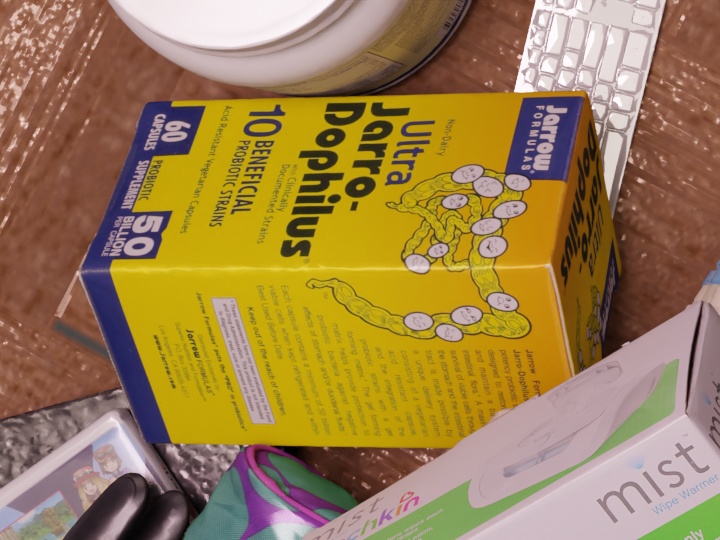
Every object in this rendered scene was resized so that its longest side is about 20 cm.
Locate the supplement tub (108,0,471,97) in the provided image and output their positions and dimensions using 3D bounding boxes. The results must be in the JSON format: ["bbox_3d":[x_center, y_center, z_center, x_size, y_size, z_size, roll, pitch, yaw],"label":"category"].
[{"bbox_3d":[-0.032,-0.147,1.069,0.145,0.200,0.145,0,91,12],"label":"supplement tub"}]

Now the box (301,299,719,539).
[{"bbox_3d":[0.097,0.140,0.973,0.200,0.097,0.177,-32,107,24],"label":"box"}]

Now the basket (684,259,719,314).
[{"bbox_3d":[0.177,0.103,1.056,0.176,0.139,0.200,25,82,2],"label":"basket"}]

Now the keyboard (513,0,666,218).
[{"bbox_3d":[0.097,-0.078,1.141,0.056,0.011,0.200,14,94,11],"label":"keyboard"}]

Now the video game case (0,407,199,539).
[{"bbox_3d":[-0.136,0.191,1.151,0.200,0.023,0.182,-35,85,11],"label":"video game case"}]

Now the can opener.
[{"bbox_3d":[-0.141,0.174,1.113,0.079,0.063,0.200,37,89,35],"label":"can opener"}]

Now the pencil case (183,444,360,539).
[{"bbox_3d":[-0.062,0.176,1.079,0.085,0.092,0.200,36,97,45],"label":"pencil case"}]

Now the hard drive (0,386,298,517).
[{"bbox_3d":[-0.120,0.127,1.176,0.200,0.038,0.140,-16,88,11],"label":"hard drive"}]

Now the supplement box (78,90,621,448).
[{"bbox_3d":[0.000,0.000,1.084,0.200,0.109,0.110,-1,134,16],"label":"supplement box"}]
